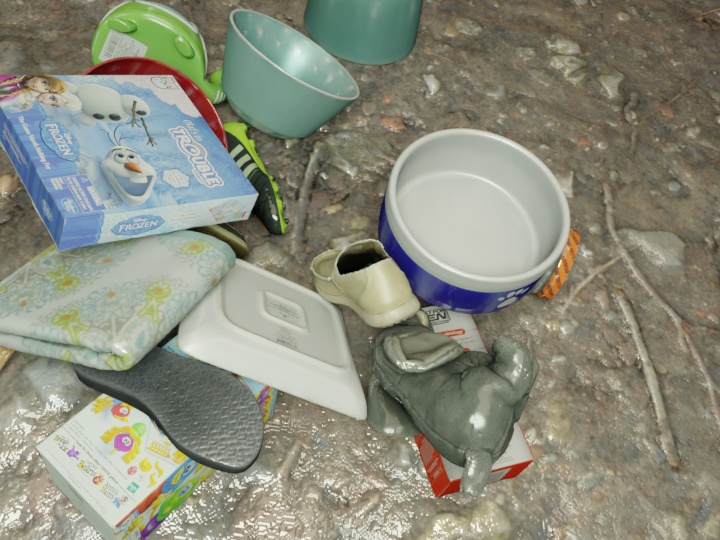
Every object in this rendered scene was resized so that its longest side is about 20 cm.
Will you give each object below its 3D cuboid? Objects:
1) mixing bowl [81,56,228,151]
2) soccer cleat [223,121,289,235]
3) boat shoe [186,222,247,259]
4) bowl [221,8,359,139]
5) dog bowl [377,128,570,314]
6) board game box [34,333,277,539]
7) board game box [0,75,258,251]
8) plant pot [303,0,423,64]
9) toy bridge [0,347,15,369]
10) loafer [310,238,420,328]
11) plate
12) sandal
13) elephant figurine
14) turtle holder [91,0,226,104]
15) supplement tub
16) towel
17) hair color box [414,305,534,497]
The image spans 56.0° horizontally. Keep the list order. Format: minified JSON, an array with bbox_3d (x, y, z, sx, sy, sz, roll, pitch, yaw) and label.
[{"bbox_3d":[-0.273,-0.141,0.815,0.200,0.108,0.201,9,76,-40],"label":"mixing bowl"},{"bbox_3d":[-0.154,-0.114,0.883,0.081,0.068,0.200,-22,58,-12],"label":"soccer cleat"},{"bbox_3d":[-0.208,-0.069,0.740,0.201,0.072,0.066,24,54,-37],"label":"boat shoe"},{"bbox_3d":[-0.111,-0.258,0.939,0.200,0.105,0.201,28,28,-16],"label":"bowl"},{"bbox_3d":[0.121,-0.056,0.747,0.200,0.079,0.201,5,59,-8],"label":"dog bowl"},{"bbox_3d":[-0.184,0.152,0.652,0.105,0.103,0.200,38,55,16],"label":"board game box"},{"bbox_3d":[-0.236,-0.119,0.675,0.199,0.043,0.200,-15,58,-43],"label":"board game box"},{"bbox_3d":[0.016,-0.467,1.111,0.200,0.161,0.201,7,54,-9],"label":"plant pot"},{"bbox_3d":[-0.395,0.124,0.643,0.027,0.067,0.200,29,52,8],"label":"toy bridge"},{"bbox_3d":[0.000,0.000,0.724,0.076,0.068,0.200,-21,20,-21],"label":"loafer"},{"bbox_3d":[-0.086,0.052,0.700,0.199,0.032,0.200,26,20,-22],"label":"plate"},{"bbox_3d":[-0.164,0.112,0.599,0.200,0.043,0.076,27,51,21],"label":"sandal"},{"bbox_3d":[0.062,0.105,0.674,0.200,0.155,0.142,23,88,19],"label":"elephant figurine"},{"bbox_3d":[-0.268,-0.301,0.939,0.185,0.141,0.132,1,38,-5],"label":"turtle holder"},{"bbox_3d":[0.166,-0.044,0.866,0.200,0.123,0.123,22,53,3],"label":"supplement tub"},{"bbox_3d":[-0.242,0.018,0.637,0.199,0.048,0.171,6,37,22],"label":"towel"},{"bbox_3d":[0.102,0.138,0.758,0.101,0.061,0.200,-8,58,-17],"label":"hair color box"}]
